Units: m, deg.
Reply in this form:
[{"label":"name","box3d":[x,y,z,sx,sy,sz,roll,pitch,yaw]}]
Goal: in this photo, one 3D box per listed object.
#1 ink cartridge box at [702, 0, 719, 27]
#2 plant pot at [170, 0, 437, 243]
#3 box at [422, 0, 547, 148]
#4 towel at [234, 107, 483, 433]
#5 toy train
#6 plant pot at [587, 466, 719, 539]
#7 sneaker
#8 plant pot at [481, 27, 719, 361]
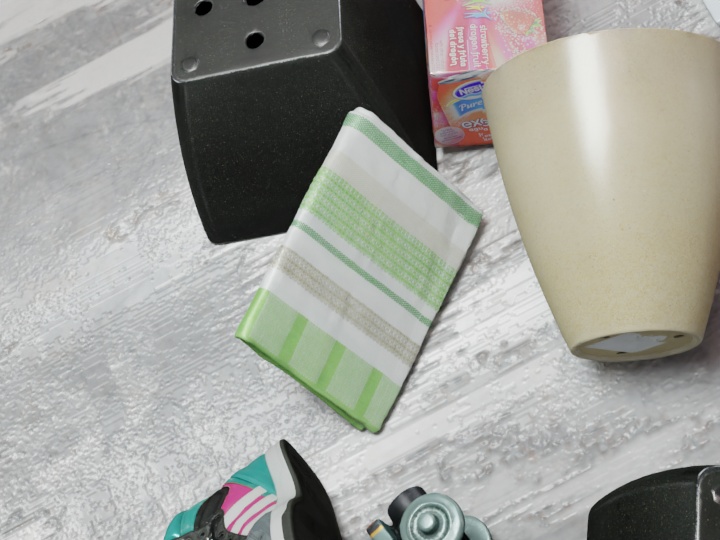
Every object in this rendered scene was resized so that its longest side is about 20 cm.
[{"label":"ink cartridge box","box3d":[0.322,-0.304,1.270,0.160,0.047,0.201,-33,56,19]},{"label":"plant pot","box3d":[-0.057,-0.163,1.260,0.198,0.178,0.201,-9,59,13]},{"label":"box","box3d":[0.098,-0.211,1.275,0.094,0.103,0.201,-4,58,3]},{"label":"towel","box3d":[0.000,0.000,1.175,0.031,0.149,0.201,0,57,55]},{"label":"toy train","box3d":[0.063,0.238,1.046,0.114,0.085,0.200,-42,57,2]},{"label":"plant pot","box3d":[0.237,0.212,0.906,0.199,0.178,0.200,8,63,2]},{"label":"sneaker","box3d":[-0.079,0.199,1.078,0.121,0.084,0.200,-38,16,5]},{"label":"plant pot","box3d":[0.186,-0.042,1.127,0.186,0.187,0.201,-7,74,14]}]
